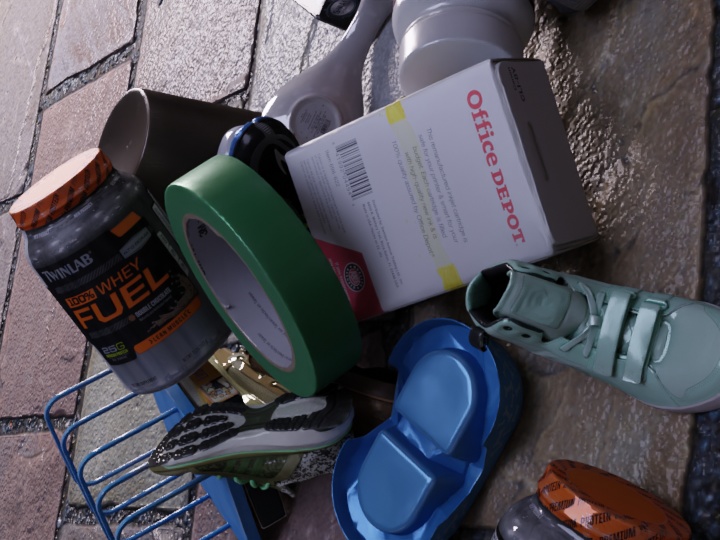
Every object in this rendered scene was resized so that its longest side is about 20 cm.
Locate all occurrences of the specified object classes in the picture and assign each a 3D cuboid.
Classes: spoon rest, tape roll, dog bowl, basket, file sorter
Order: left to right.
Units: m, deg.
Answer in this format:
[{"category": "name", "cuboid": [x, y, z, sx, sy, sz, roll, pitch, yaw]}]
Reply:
[{"category": "file sorter", "cuboid": [-0.197, 0.196, 1.178, 0.200, 0.122, 0.139, 43, 154, 45]}, {"category": "basket", "cuboid": [-0.145, -0.094, 1.219, 0.136, 0.199, 0.181, -37, 49, 42]}, {"category": "tape roll", "cuboid": [-0.079, 0.006, 0.985, 0.048, 0.201, 0.200, -35, 30, -18]}, {"category": "spoon rest", "cuboid": [-0.023, -0.177, 1.193, 0.200, 0.099, 0.061, -62, 5, -3]}, {"category": "dog bowl", "cuboid": [0.054, 0.132, 0.961, 0.111, 0.049, 0.200, 39, 110, 38]}]

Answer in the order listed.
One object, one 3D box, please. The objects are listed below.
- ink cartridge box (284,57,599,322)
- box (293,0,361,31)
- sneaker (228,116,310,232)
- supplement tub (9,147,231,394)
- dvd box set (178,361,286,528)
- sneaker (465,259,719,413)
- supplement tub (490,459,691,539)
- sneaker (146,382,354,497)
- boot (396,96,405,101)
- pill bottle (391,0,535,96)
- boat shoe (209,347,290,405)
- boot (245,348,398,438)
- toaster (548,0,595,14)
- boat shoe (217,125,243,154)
[{"category": "ink cartridge box", "cuboid": [0.060, -0.057, 0.940, 0.200, 0.083, 0.146, -19, 88, 36]}, {"category": "box", "cuboid": [-0.016, -0.366, 1.283, 0.200, 0.043, 0.160, -62, 36, 17]}, {"category": "sneaker", "cuboid": [-0.046, -0.038, 1.018, 0.083, 0.071, 0.200, 20, 138, 50]}, {"category": "supplement tub", "cuboid": [-0.211, 0.000, 1.104, 0.122, 0.200, 0.123, -30, 21, 12]}, {"category": "dvd box set", "cuboid": [-0.143, 0.140, 1.196, 0.200, 0.029, 0.147, 33, 146, 56]}, {"category": "sneaker", "cuboid": [0.153, 0.041, 0.814, 0.200, 0.118, 0.074, 10, 83, 54]}, {"category": "supplement tub", "cuboid": [0.121, 0.229, 0.781, 0.122, 0.122, 0.201, 38, 108, 54]}, {"category": "sneaker", "cuboid": [-0.086, 0.159, 1.040, 0.199, 0.089, 0.077, -11, 25, 24]}, {"category": "boot", "cuboid": [0.019, -0.082, 1.089, 0.200, 0.075, 0.074, -28, 56, 48]}, {"category": "pill bottle", "cuboid": [0.083, -0.229, 1.002, 0.114, 0.114, 0.201, -32, 43, 45]}, {"category": "boat shoe", "cuboid": [-0.093, 0.120, 1.192, 0.201, 0.063, 0.073, 31, 145, 59]}, {"category": "boot", "cuboid": [-0.033, 0.110, 1.084, 0.200, 0.073, 0.076, 16, 101, 44]}, {"category": "toaster", "cuboid": [0.168, -0.305, 0.941, 0.129, 0.113, 0.201, -30, 51, 41]}, {"category": "boat shoe", "cuboid": [-0.082, -0.035, 1.131, 0.062, 0.072, 0.201, -10, 88, 41]}]
